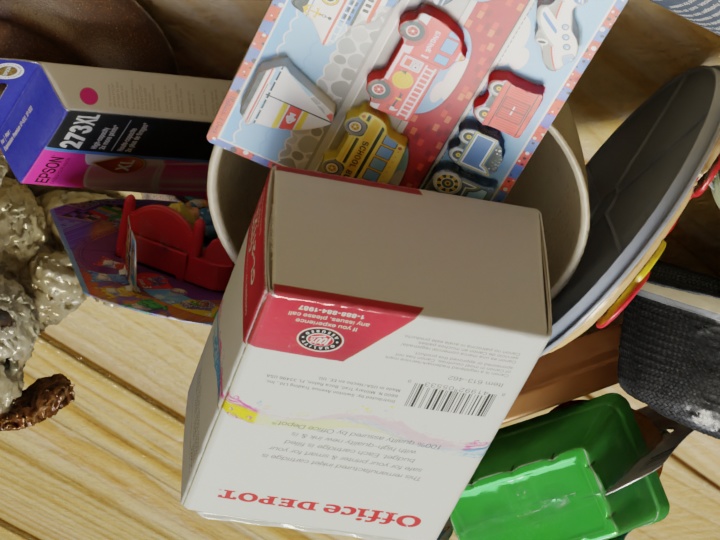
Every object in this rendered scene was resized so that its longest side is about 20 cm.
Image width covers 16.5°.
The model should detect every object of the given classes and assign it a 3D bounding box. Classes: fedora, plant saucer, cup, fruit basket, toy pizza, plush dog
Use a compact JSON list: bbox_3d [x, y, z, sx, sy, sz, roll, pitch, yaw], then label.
[{"bbox_3d":[0.228,0.056,1.516,0.199,0.092,0.201,17,-178,-1],"label":"fedora"},{"bbox_3d":[0.105,0.077,1.645,0.199,0.038,0.200,-19,177,-1],"label":"plant saucer"},{"bbox_3d":[0.028,-0.078,1.332,0.199,0.144,0.201,5,132,6],"label":"cup"},{"bbox_3d":[0.142,0.130,1.610,0.184,0.094,0.200,-20,180,26],"label":"fruit basket"},{"bbox_3d":[0.143,-0.025,1.349,0.032,0.201,0.200,36,149,-10],"label":"toy pizza"},{"bbox_3d":[-0.259,0.017,1.646,0.200,0.173,0.160,31,149,-34],"label":"plush dog"},{"bbox_3d":[-0.207,-0.122,1.480,0.199,0.037,0.201,11,148,7],"label":"plant saucer"}]

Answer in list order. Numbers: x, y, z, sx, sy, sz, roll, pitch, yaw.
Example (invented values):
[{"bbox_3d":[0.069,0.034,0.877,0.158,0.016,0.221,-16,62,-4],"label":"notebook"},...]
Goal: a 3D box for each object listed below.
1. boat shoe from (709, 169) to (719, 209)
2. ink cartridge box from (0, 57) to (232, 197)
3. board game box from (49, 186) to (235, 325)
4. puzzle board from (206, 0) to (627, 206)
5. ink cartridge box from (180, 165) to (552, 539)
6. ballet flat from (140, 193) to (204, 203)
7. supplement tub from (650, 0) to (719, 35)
[{"bbox_3d":[0.228,-0.046,1.414,0.062,0.072,0.200,15,153,28],"label":"boat shoe"},{"bbox_3d":[-0.134,-0.081,1.448,0.199,0.037,0.095,6,153,-23],"label":"ink cartridge box"},{"bbox_3d":[-0.087,-0.023,1.408,0.157,0.039,0.200,4,-160,-17],"label":"board game box"},{"bbox_3d":[0.027,-0.102,1.202,0.150,0.017,0.200,22,131,-10],"label":"puzzle board"},{"bbox_3d":[-0.003,0.049,1.282,0.145,0.083,0.200,9,142,-13],"label":"ink cartridge box"},{"bbox_3d":[-0.088,-0.008,1.537,0.068,0.068,0.200,22,-171,-46],"label":"ballet flat"},{"bbox_3d":[0.194,-0.167,1.112,0.199,0.141,0.140,24,152,-20],"label":"supplement tub"}]
